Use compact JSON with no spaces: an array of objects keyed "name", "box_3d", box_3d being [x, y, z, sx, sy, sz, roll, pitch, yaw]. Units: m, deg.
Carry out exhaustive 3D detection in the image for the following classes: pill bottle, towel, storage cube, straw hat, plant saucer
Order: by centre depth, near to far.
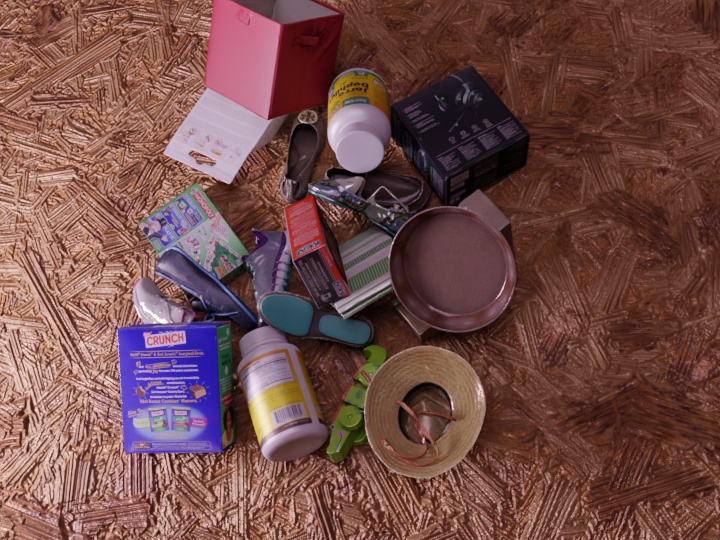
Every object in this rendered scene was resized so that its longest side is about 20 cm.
[{"name":"plant saucer","box_3d":[0.141,-0.005,1.486,0.199,0.202,0.034,10,23,16]},{"name":"straw hat","box_3d":[0.102,0.225,1.506,0.199,0.085,0.203,-5,68,12]},{"name":"pill bottle","box_3d":[-0.130,0.193,1.552,0.108,0.109,0.201,-21,62,0]},{"name":"towel","box_3d":[0.000,0.000,1.615,0.152,0.023,0.200,-31,28,-5]},{"name":"pill bottle","box_3d":[-0.003,-0.260,1.711,0.112,0.113,0.201,-9,39,6]},{"name":"storage cube","box_3d":[-0.157,-0.398,1.767,0.199,0.181,0.170,32,36,27]}]

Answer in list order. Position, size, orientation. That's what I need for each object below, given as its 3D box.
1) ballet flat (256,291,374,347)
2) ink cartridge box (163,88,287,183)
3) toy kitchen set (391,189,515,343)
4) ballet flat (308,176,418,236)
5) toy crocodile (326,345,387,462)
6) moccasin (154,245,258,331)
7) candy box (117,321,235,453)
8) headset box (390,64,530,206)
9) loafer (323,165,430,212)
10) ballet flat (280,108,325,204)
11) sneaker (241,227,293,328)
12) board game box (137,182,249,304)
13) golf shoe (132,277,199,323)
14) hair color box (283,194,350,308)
[{"name":"ballet flat","box_3d":[-0.076,0.080,1.596,0.198,0.075,0.068,15,93,-12]},{"name":"ink cartridge box","box_3d":[-0.250,-0.261,1.836,0.159,0.047,0.201,25,73,20]},{"name":"toy kitchen set","box_3d":[0.120,-0.030,1.574,0.199,0.181,0.163,-36,62,-7]},{"name":"ballet flat","box_3d":[0.009,-0.121,1.664,0.199,0.074,0.075,27,70,-1]},{"name":"toy crocodile","box_3d":[-0.005,0.209,1.545,0.061,0.068,0.201,17,66,24]},{"name":"moccasin","box_3d":[-0.262,0.043,1.658,0.200,0.080,0.068,39,85,6]},{"name":"candy box","box_3d":[-0.292,0.184,1.561,0.168,0.077,0.202,-1,94,10]},{"name":"headset box","box_3d":[0.167,-0.241,1.707,0.173,0.093,0.201,-29,63,-12]},{"name":"loafer","box_3d":[0.022,-0.143,1.709,0.198,0.071,0.074,4,65,13]},{"name":"ballet flat","box_3d":[-0.108,-0.216,1.784,0.067,0.046,0.201,8,66,14]},{"name":"sneaker","box_3d":[-0.167,0.018,1.663,0.087,0.075,0.201,8,56,3]},{"name":"board game box","box_3d":[-0.295,-0.049,1.748,0.134,0.029,0.200,-35,63,-8]},{"name":"golf shoe","box_3d":[-0.315,0.082,1.650,0.091,0.075,0.201,-42,68,20]},{"name":"hair color box","box_3d":[-0.073,-0.035,1.604,0.061,0.102,0.200,-25,29,5]}]
